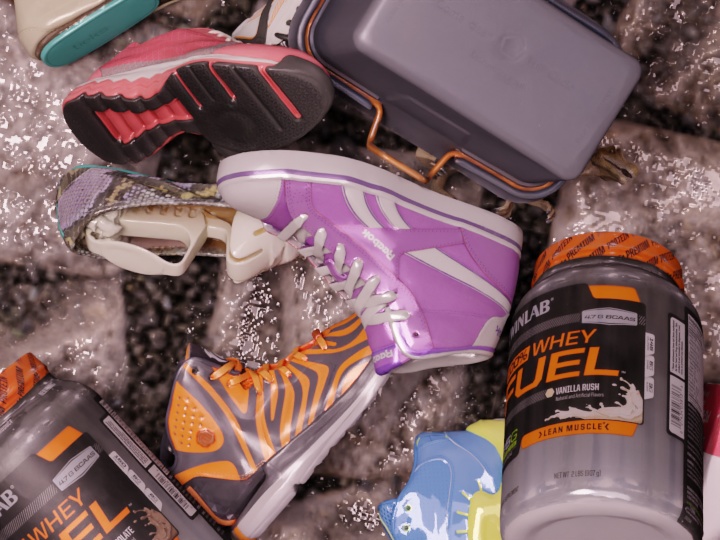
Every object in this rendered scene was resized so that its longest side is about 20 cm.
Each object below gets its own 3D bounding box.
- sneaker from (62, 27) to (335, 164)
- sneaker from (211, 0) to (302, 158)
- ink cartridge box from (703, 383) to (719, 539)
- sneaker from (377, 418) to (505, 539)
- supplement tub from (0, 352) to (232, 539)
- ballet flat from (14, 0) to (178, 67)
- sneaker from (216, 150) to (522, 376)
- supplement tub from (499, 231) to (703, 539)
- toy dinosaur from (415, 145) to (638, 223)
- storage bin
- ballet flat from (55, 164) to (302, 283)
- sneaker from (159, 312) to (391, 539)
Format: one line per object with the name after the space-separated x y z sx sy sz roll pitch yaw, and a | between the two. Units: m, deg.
-0.095 -0.124 1.432 0.074 0.200 0.087 57 46 -34 | sneaker
-0.034 -0.156 1.471 0.074 0.080 0.200 35 95 -3 | sneaker
0.262 0.189 1.470 0.145 0.084 0.200 19 88 -2 | ink cartridge box
0.061 0.192 1.480 0.105 0.076 0.200 4 76 7 | sneaker
-0.173 0.155 1.441 0.123 0.123 0.200 -43 90 -3 | supplement tub
-0.132 -0.199 1.483 0.200 0.069 0.069 -24 90 -2 | ballet flat
0.000 0.000 1.411 0.200 0.073 0.114 17 71 -12 | sneaker
0.150 0.083 1.424 0.122 0.123 0.200 7 56 -2 | supplement tub
0.080 -0.091 1.500 0.200 0.058 0.101 36 70 11 | toy dinosaur
0.064 -0.121 1.377 0.200 0.134 0.146 32 91 -9 | storage bin
-0.096 -0.024 1.471 0.200 0.072 0.072 3 89 0 | ballet flat
-0.053 0.066 1.470 0.112 0.078 0.200 39 88 -2 | sneaker
